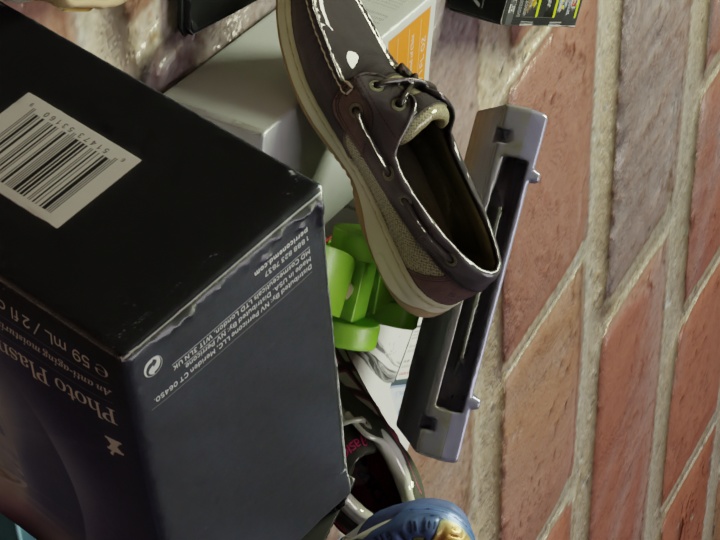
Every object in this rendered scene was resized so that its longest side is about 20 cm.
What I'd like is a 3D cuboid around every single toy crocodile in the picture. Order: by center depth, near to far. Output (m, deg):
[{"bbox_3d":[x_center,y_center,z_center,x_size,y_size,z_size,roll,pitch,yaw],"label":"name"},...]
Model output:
[{"bbox_3d":[0.000,0.000,1.226,0.200,0.062,0.068,-19,123,-69],"label":"toy crocodile"}]

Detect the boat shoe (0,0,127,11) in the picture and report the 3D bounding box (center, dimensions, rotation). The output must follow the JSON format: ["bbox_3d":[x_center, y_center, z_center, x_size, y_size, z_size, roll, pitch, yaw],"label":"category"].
[{"bbox_3d":[-0.106,-0.155,1.001,0.200,0.069,0.074,-33,139,-55],"label":"boat shoe"}]

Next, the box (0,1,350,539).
[{"bbox_3d":[-0.118,0.025,0.932,0.123,0.200,0.199,-42,146,-29],"label":"box"}]

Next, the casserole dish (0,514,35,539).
[{"bbox_3d":[-0.158,0.110,1.151,0.121,0.039,0.200,-52,153,-39],"label":"casserole dish"}]

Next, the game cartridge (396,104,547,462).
[{"bbox_3d":[0.064,0.005,1.242,0.130,0.038,0.201,-93,-163,-88],"label":"game cartridge"}]

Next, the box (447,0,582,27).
[{"bbox_3d":[0.134,-0.273,1.514,0.160,0.044,0.201,-15,122,-65],"label":"box"}]

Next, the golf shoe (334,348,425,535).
[{"bbox_3d":[-0.023,0.077,1.258,0.077,0.200,0.088,-40,-166,-7],"label":"golf shoe"}]

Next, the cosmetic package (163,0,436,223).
[{"bbox_3d":[-0.034,-0.089,1.232,0.200,0.071,0.102,-44,147,-46],"label":"cosmetic package"}]

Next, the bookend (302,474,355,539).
[{"bbox_3d":[-0.096,0.205,1.224,0.200,0.092,0.199,-63,178,-18],"label":"bookend"}]

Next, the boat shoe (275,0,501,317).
[{"bbox_3d":[0.020,-0.075,1.147,0.072,0.065,0.201,-22,90,-49],"label":"boat shoe"}]

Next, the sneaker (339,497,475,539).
[{"bbox_3d":[0.007,0.164,1.175,0.200,0.075,0.088,-53,-168,47],"label":"sneaker"}]

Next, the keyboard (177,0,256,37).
[{"bbox_3d":[-0.057,-0.231,1.127,0.127,0.021,0.201,-35,141,-46],"label":"keyboard"}]

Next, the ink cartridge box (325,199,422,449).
[{"bbox_3d":[-0.011,0.049,1.386,0.146,0.086,0.201,18,90,-67],"label":"ink cartridge box"}]
